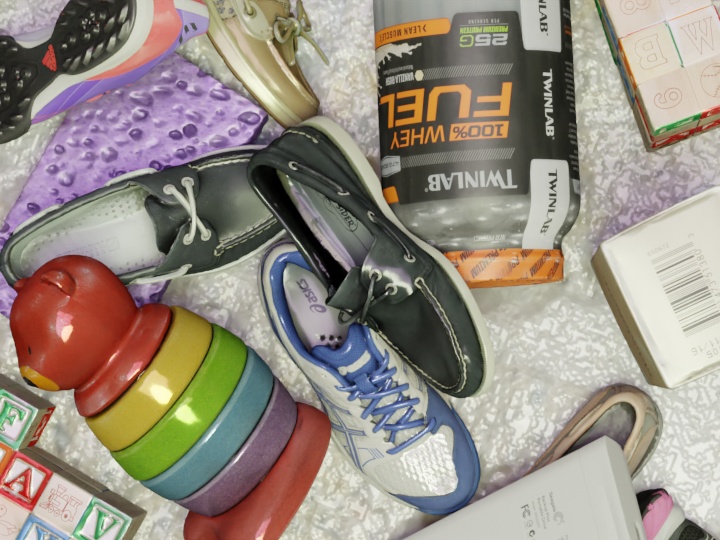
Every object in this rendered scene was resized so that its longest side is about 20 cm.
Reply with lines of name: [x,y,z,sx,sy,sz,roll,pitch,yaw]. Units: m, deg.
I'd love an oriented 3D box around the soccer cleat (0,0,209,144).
soccer cleat: [-0.176,-0.125,1.407,0.200,0.073,0.069,-26,69,41]

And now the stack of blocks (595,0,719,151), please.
stack of blocks: [0.169,-0.180,1.374,0.058,0.115,0.201,-20,85,4]

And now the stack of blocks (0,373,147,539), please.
stack of blocks: [-0.236,0.128,1.425,0.199,0.059,0.116,30,91,5]

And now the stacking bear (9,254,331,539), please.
stacking bear: [-0.125,0.071,1.360,0.200,0.121,0.114,41,75,-18]

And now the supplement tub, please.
supplement tub: [0.071,-0.091,1.381,0.122,0.123,0.201,-4,87,4]

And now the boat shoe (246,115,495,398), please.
boat shoe: [0.001,-0.002,1.333,0.066,0.075,0.200,-21,73,-40]

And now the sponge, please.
sponge: [-0.154,-0.043,1.443,0.111,0.030,0.201,31,89,4]

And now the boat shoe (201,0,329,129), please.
boat shoe: [-0.075,-0.178,1.422,0.062,0.073,0.201,-31,84,5]

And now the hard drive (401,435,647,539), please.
hard drive: [0.082,0.199,1.348,0.199,0.027,0.133,-30,52,25]

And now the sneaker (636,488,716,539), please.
sneaker: [0.163,0.234,1.368,0.086,0.080,0.201,33,77,-3]

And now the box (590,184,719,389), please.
box: [0.189,0.013,1.327,0.077,0.200,0.095,-26,85,3]

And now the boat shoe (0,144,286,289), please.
boat shoe: [-0.124,-0.026,1.395,0.199,0.060,0.076,-23,87,1]

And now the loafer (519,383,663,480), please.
loafer: [0.114,0.154,1.393,0.072,0.063,0.201,33,89,12]

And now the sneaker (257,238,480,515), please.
sneaker: [-0.002,0.069,1.397,0.075,0.088,0.200,-39,86,0]
